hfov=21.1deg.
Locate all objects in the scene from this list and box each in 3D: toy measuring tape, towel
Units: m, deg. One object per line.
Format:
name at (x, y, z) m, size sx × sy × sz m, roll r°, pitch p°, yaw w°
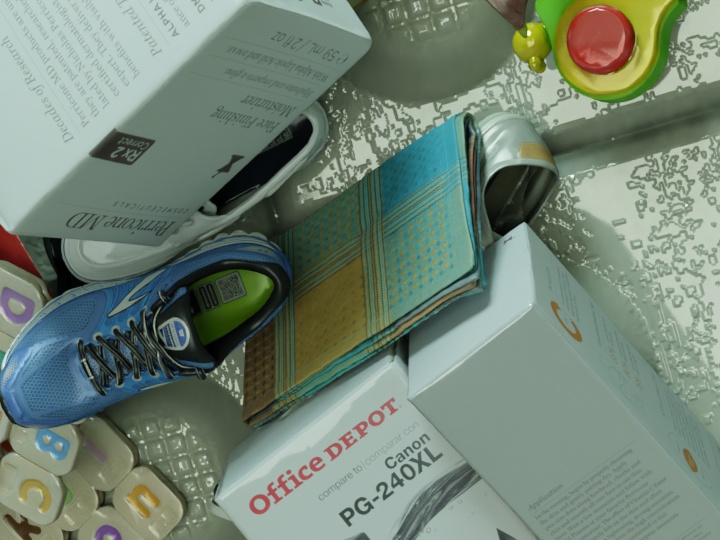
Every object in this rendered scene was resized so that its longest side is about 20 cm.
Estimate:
toy measuring tape at (0.189, -0.141, 1.173) m, size 0.198 × 0.074 × 0.074 m, roll -5°, pitch 97°, yaw 20°
towel at (0.000, 0.000, 1.203) m, size 0.022 × 0.147 × 0.199 m, roll 34°, pitch 127°, yaw -31°

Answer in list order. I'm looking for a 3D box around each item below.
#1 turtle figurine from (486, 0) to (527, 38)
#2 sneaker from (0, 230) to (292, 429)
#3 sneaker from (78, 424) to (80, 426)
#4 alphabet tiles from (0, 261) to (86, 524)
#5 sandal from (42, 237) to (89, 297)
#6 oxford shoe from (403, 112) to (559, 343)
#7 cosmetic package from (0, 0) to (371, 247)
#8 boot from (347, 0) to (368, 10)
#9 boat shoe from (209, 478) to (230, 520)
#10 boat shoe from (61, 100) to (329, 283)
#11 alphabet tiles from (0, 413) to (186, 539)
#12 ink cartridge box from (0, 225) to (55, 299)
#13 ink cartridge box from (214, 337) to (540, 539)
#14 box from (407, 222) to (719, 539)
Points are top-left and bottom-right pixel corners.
turtle figurine at (0.134, -0.218, 1.153) m, size 0.161 × 0.064 × 0.200 m, roll -44°, pitch 63°, yaw 10°
sneaker at (-0.130, 0.035, 1.178) m, size 0.199 × 0.089 × 0.079 m, roll -29°, pitch 100°, yaw -9°
sneaker at (-0.273, 0.101, 1.329) m, size 0.198 × 0.071 × 0.083 m, roll 3°, pitch 101°, yaw 27°
alphabet tiles at (-0.268, 0.078, 1.261) m, size 0.195 × 0.015 × 0.201 m, roll 27°, pitch 114°, yaw 13°
sandal at (-0.182, -0.013, 1.306) m, size 0.075 × 0.043 × 0.202 m, roll -5°, pitch 97°, yaw 15°
oxford shoe at (0.062, -0.004, 1.224) m, size 0.058 × 0.075 × 0.201 m, roll 41°, pitch 106°, yaw 44°
cosmetic package at (-0.137, -0.140, 1.141) m, size 0.200 × 0.165 × 0.165 m, roll -42°, pitch 71°, yaw 19°
boot at (-0.058, -0.220, 1.230) m, size 0.200 × 0.071 × 0.145 m, roll -31°, pitch 90°, yaw 21°
boat shoe at (-0.001, 0.138, 1.265) m, size 0.198 × 0.074 × 0.061 m, roll 1°, pitch 98°, yaw 12°
boat shoe at (-0.112, -0.056, 1.250) m, size 0.199 × 0.065 × 0.074 m, roll -35°, pitch 95°, yaw 5°
alphabet tiles at (-0.214, 0.201, 1.360) m, size 0.196 × 0.015 × 0.200 m, roll 44°, pitch 106°, yaw 5°
ink cartridge box at (-0.302, -0.038, 1.281) m, size 0.161 × 0.050 × 0.201 m, roll -22°, pitch 99°, yaw 52°
ink cartridge box at (0.025, 0.161, 1.191) m, size 0.145 × 0.083 × 0.200 m, roll -38°, pitch 98°, yaw 10°
box at (0.127, 0.091, 1.168) m, size 0.097 × 0.125 × 0.200 m, roll -38°, pitch 107°, yaw 16°
